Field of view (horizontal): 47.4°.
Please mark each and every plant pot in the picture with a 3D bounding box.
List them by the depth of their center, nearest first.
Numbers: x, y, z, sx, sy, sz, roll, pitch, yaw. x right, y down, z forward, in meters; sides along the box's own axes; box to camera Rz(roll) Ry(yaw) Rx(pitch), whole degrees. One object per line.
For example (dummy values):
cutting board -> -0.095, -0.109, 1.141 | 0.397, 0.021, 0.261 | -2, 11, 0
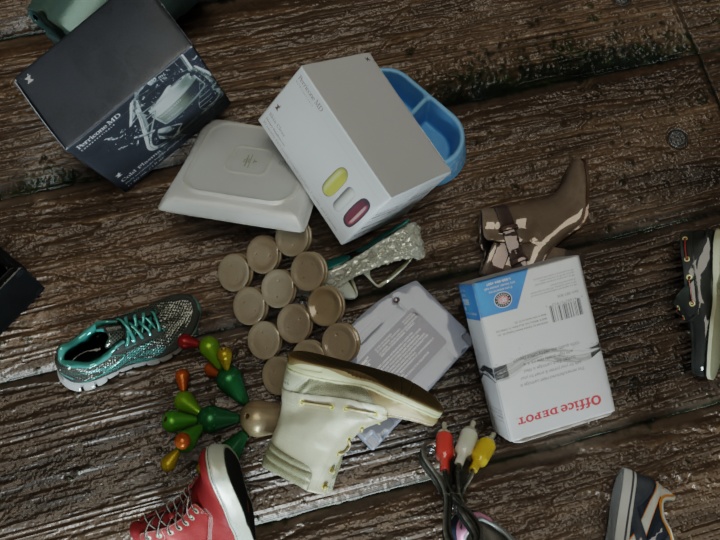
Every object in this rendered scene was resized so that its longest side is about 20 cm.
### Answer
plant pot -> -0.343, -0.384, 1.142 | 0.199, 0.200, 0.197 | 35, 81, 8

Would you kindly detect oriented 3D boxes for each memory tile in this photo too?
memory tile -> -0.094, 0.046, 1.058 | 0.152, 0.017, 0.203 | -30, 77, 21

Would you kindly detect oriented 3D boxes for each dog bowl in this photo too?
dog bowl -> 0.068, -0.211, 1.177 | 0.199, 0.050, 0.112 | 41, 74, 10

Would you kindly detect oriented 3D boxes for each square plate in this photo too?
square plate -> -0.147, -0.139, 1.097 | 0.194, 0.029, 0.202 | 9, 46, 7

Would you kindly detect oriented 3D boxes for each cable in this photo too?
cable -> 0.110, 0.252, 0.981 | 0.095, 0.051, 0.201 | 8, 27, 9

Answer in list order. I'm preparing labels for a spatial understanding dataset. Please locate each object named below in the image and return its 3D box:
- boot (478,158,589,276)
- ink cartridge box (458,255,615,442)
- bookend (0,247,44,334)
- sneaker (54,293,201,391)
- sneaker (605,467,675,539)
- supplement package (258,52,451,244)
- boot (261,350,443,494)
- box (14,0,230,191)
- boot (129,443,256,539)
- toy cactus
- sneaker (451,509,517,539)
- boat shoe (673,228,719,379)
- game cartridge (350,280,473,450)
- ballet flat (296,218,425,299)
boot -> 0.236, -0.068, 1.132 | 0.143, 0.070, 0.204 | 7, 71, 1
ink cartridge box -> 0.221, 0.097, 1.040 | 0.142, 0.084, 0.204 | -13, 90, -7
bookend -> -0.550, 0.021, 1.037 | 0.199, 0.092, 0.199 | 39, 74, 10
sneaker -> -0.293, 0.087, 1.033 | 0.198, 0.091, 0.078 | -29, 76, -12
sneaker -> 0.334, 0.348, 0.995 | 0.078, 0.079, 0.203 | 17, 70, 8
supplement package -> -0.006, -0.164, 1.077 | 0.155, 0.111, 0.201 | -27, 80, -50
boot -> -0.011, 0.196, 0.993 | 0.196, 0.072, 0.157 | 16, 97, -1
box -> -0.297, -0.231, 1.062 | 0.199, 0.197, 0.124 | -40, 79, -2
boot -> -0.198, 0.268, 0.926 | 0.141, 0.202, 0.073 | -7, 50, -6
toy cactus -> -0.164, 0.178, 1.020 | 0.162, 0.103, 0.203 | 2, 63, -13
sneaker -> 0.187, 0.365, 0.977 | 0.199, 0.082, 0.070 | 36, 73, 8
boat shoe -> 0.462, 0.045, 1.115 | 0.062, 0.073, 0.206 | -2, 79, 33
game cartridge -> 0.038, 0.115, 1.075 | 0.133, 0.041, 0.200 | 45, 74, 7
ballet flat -> 0.000, 0.000, 1.092 | 0.197, 0.072, 0.073 | -27, 75, -5
